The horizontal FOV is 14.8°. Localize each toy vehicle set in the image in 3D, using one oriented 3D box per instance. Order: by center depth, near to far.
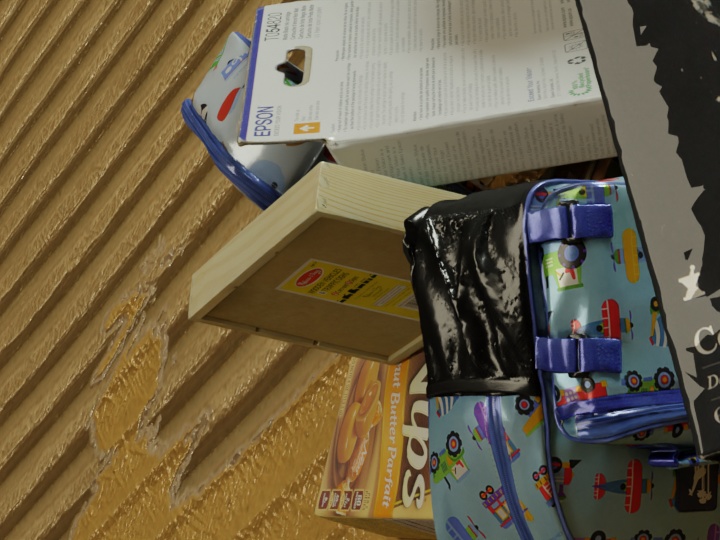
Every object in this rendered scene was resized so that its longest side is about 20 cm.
[{"bbox_3d":[0.000,0.000,1.445,0.200,0.123,0.027,143,137,-62],"label":"toy vehicle set"}]

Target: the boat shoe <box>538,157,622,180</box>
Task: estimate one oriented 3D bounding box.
[{"bbox_3d":[0.126,0.008,1.377,0.074,0.075,0.201,-47,34,41],"label":"boat shoe"}]

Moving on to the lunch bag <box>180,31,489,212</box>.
[{"bbox_3d":[-0.002,-0.051,1.567,0.076,0.199,0.160,-55,26,6],"label":"lunch bag"}]

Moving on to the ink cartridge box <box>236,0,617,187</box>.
[{"bbox_3d":[0.040,-0.101,1.460,0.200,0.198,0.041,-86,-12,-63],"label":"ink cartridge box"}]

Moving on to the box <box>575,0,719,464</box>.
[{"bbox_3d":[0.201,-0.050,0.987,0.199,0.124,0.198,-20,75,21],"label":"box"}]

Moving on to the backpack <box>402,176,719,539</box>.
[{"bbox_3d":[0.117,0.064,1.229,0.134,0.182,0.202,-12,78,52],"label":"backpack"}]

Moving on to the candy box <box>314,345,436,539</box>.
[{"bbox_3d":[0.047,0.087,1.528,0.200,0.055,0.116,-11,64,66],"label":"candy box"}]
